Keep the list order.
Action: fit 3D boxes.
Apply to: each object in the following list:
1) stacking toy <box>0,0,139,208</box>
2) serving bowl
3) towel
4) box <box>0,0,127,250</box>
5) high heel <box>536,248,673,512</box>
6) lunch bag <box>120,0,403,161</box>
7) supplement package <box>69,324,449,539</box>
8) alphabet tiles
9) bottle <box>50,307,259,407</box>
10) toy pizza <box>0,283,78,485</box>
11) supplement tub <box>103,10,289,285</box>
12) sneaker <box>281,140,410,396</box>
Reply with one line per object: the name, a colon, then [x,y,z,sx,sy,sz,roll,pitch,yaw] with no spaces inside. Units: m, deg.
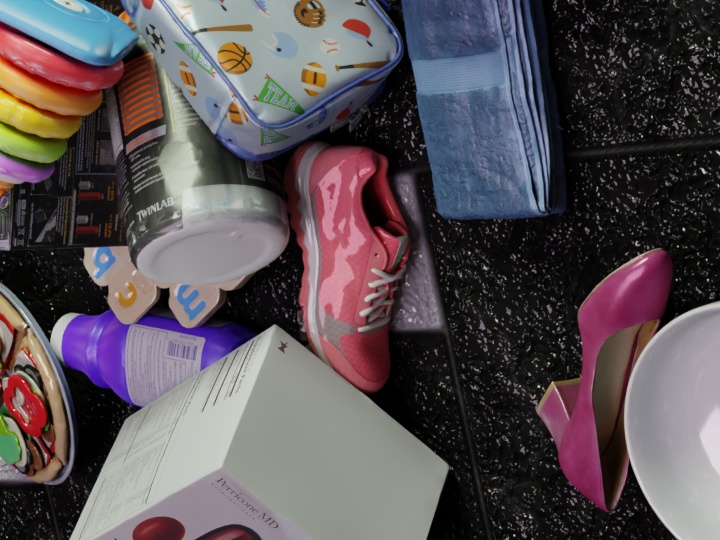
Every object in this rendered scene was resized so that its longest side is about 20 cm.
stacking toy: [-0.250,-0.106,1.684,0.109,0.116,0.201,26,106,0]
serving bowl: [0.281,0.108,1.567,0.200,0.066,0.201,15,115,34]
towel: [0.085,-0.132,1.648,0.111,0.048,0.201,0,106,39]
box: [-0.229,-0.118,1.801,0.050,0.157,0.201,7,97,36]
high heel: [0.185,0.077,1.617,0.096,0.067,0.200,59,138,32]
lunch bag: [-0.068,-0.183,1.686,0.200,0.160,0.076,53,153,10]
supplement package: [-0.077,0.184,1.773,0.191,0.147,0.200,40,134,-19]
alphabet tiles: [-0.156,-0.058,1.858,0.196,0.015,0.200,-44,69,26]
bottle: [-0.169,0.073,1.907,0.199,0.065,0.084,9,106,36]
toy pizza: [-0.311,0.098,2.013,0.200,0.032,0.201,35,138,39]
supplement tub: [-0.127,-0.100,1.744,0.122,0.122,0.201,-31,60,40]
sneaker: [0.000,0.000,1.745,0.087,0.074,0.201,-3,103,37]
